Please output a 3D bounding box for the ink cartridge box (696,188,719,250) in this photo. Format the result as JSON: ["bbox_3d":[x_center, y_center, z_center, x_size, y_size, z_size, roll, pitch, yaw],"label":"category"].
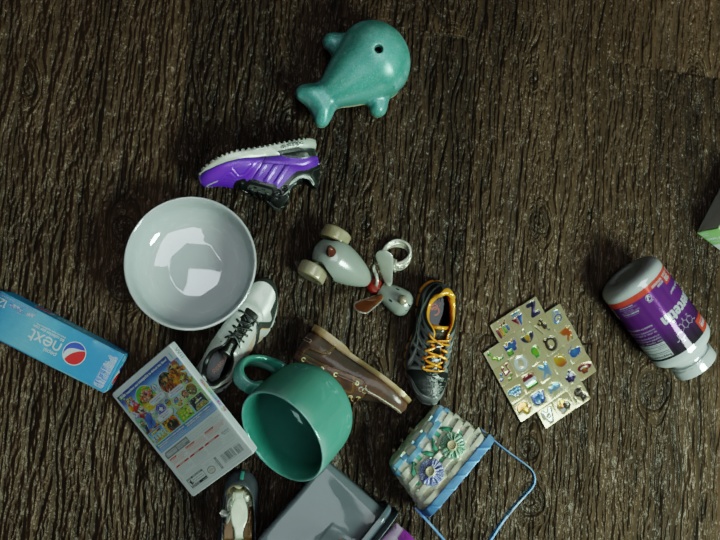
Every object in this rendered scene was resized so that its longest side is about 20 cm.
[{"bbox_3d":[0.723,-0.062,1.317,0.198,0.067,0.118,35,80,-5],"label":"ink cartridge box"}]

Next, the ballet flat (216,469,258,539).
[{"bbox_3d":[-0.187,0.408,1.107,0.071,0.073,0.205,3,85,-10],"label":"ballet flat"}]

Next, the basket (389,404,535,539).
[{"bbox_3d":[0.150,0.325,1.141,0.199,0.139,0.177,40,80,4],"label":"basket"}]

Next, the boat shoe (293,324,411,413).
[{"bbox_3d":[-0.014,0.171,1.158,0.198,0.070,0.071,35,73,2],"label":"boat shoe"}]

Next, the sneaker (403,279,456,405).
[{"bbox_3d":[0.117,0.116,1.184,0.077,0.077,0.205,4,86,-12],"label":"sneaker"}]

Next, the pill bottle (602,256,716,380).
[{"bbox_3d":[0.511,0.083,1.243,0.112,0.112,0.201,-40,94,-11],"label":"pill bottle"}]

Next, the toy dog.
[{"bbox_3d":[0.000,0.000,1.159,0.196,0.096,0.135,10,84,-10],"label":"toy dog"}]

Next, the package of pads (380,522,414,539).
[{"bbox_3d":[0.030,0.502,1.109,0.199,0.076,0.120,-41,60,-16],"label":"package of pads"}]

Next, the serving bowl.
[{"bbox_3d":[-0.256,-0.006,1.121,0.195,0.066,0.205,1,79,-5],"label":"serving bowl"}]

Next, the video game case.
[{"bbox_3d":[-0.264,0.225,1.095,0.142,0.018,0.201,-37,93,23],"label":"video game case"}]

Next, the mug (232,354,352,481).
[{"bbox_3d":[-0.092,0.202,1.094,0.114,0.150,0.188,-38,115,-49],"label":"mug"}]

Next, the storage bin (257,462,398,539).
[{"bbox_3d":[-0.058,0.394,1.105,0.134,0.146,0.200,42,80,5],"label":"storage bin"}]

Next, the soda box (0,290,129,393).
[{"bbox_3d":[-0.447,0.105,1.080,0.198,0.068,0.065,30,82,-7],"label":"soda box"}]

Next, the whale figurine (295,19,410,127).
[{"bbox_3d":[-0.008,-0.319,1.178,0.199,0.104,0.160,-36,93,-11],"label":"whale figurine"}]

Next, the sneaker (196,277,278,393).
[{"bbox_3d":[-0.185,0.101,1.126,0.073,0.080,0.203,29,79,-5],"label":"sneaker"}]

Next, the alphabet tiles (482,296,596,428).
[{"bbox_3d":[0.308,0.157,1.252,0.165,0.006,0.202,-30,91,-12],"label":"alphabet tiles"}]

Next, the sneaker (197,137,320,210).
[{"bbox_3d":[-0.154,-0.141,1.155,0.196,0.070,0.102,-14,91,-11],"label":"sneaker"}]
